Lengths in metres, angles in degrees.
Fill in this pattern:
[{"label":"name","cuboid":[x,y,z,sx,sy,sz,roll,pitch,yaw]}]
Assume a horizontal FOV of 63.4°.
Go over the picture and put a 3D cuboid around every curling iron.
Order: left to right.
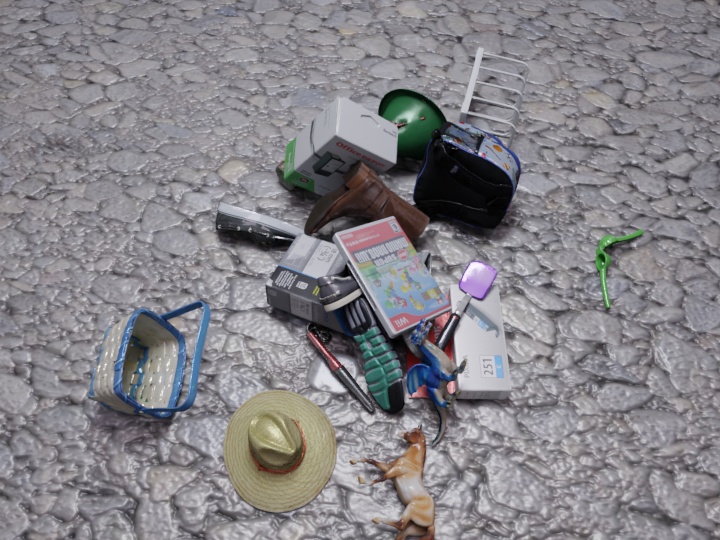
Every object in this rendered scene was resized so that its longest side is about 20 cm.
[{"label":"curling iron","cuboid":[-0.034,0.162,1.023,0.049,0.026,0.201,-28,63,-19]}]

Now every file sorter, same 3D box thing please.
[{"label":"file sorter","cuboid":[0.280,-0.347,1.262,0.121,0.140,0.204,16,60,7]}]

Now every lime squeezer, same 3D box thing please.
[{"label":"lime squeezer","cuboid":[0.484,-0.021,1.129,0.070,0.038,0.202,42,63,-12]}]

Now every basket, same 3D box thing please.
[{"label":"basket","cuboid":[-0.336,0.147,0.958,0.196,0.139,0.180,-15,54,28]}]

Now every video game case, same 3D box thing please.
[{"label":"video game case","cuboid":[0.055,0.005,1.000,0.141,0.018,0.203,-18,68,-36]}]

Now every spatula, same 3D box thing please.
[{"label":"spatula","cuboid":[0.176,0.068,1.027,0.056,0.021,0.202,28,65,16]}]

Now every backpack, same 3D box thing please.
[{"label":"backpack","cuboid":[0.215,-0.180,1.145,0.188,0.202,0.155,30,53,12]}]

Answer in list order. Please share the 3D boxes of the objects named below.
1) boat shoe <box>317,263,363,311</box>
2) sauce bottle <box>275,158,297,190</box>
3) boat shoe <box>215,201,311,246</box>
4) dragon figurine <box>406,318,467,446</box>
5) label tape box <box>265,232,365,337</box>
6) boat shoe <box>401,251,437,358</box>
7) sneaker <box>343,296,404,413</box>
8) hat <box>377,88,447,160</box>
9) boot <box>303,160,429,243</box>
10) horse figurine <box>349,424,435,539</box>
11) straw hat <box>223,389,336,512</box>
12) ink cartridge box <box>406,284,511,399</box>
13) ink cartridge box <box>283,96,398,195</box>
[{"label":"boat shoe","cuboid":[0.000,0.000,1.019,0.199,0.072,0.064,-34,99,-41]},{"label":"sauce bottle","cuboid":[-0.093,-0.252,1.253,0.064,0.065,0.199,39,65,22]},{"label":"boat shoe","cuboid":[-0.194,-0.082,1.157,0.195,0.069,0.058,18,94,3]},{"label":"dragon figurine","cuboid":[0.113,0.177,0.952,0.097,0.205,0.059,19,27,26]},{"label":"label tape box","cuboid":[-0.055,0.025,1.070,0.195,0.064,0.146,18,49,12]},{"label":"boat shoe","cuboid":[0.103,0.055,1.039,0.063,0.075,0.206,-20,47,24]},{"label":"sneaker","cuboid":[0.044,0.137,1.004,0.087,0.073,0.205,-13,83,-55]},{"label":"hat","cuboid":[0.058,-0.251,1.178,0.196,0.168,0.177,22,53,23]},{"label":"boot","cuboid":[0.014,-0.086,1.125,0.186,0.198,0.065,-40,31,25]},{"label":"horse figurine","cuboid":[0.065,0.345,0.891,0.129,0.051,0.203,-3,49,-22]},{"label":"straw hat","cuboid":[-0.135,0.269,0.925,0.195,0.086,0.206,0,58,0]},{"label":"ink cartridge box","cuboid":[0.167,0.123,1.034,0.171,0.045,0.205,0,59,0]},{"label":"ink cartridge box","cuboid":[-0.040,-0.225,1.124,0.143,0.198,0.086,17,64,-30]}]
